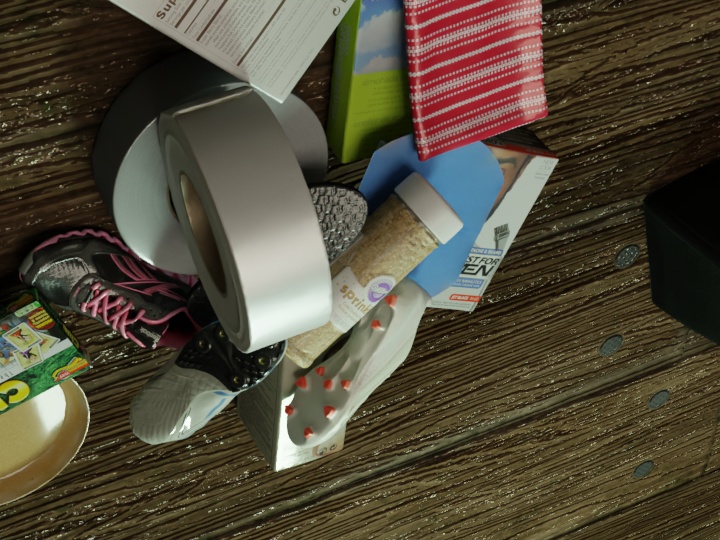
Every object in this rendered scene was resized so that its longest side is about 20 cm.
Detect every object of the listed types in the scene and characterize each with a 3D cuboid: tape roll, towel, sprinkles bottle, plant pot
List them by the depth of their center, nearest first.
[{"bbox_3d":[-0.093,-0.040,0.973,0.071,0.202,0.203,-19,135,-15],"label":"tape roll"},{"bbox_3d":[0.105,-0.205,1.092,0.145,0.022,0.200,-21,124,-22],"label":"towel"},{"bbox_3d":[-0.132,-0.094,1.096,0.200,0.066,0.200,-18,134,-19],"label":"tape roll"},{"bbox_3d":[0.000,0.000,1.132,0.200,0.068,0.068,-42,137,4],"label":"sprinkles bottle"},{"bbox_3d":[-0.363,0.154,1.196,0.200,0.027,0.200,-18,135,-19],"label":"plant pot"},{"bbox_3d":[0.475,-0.013,1.476,0.200,0.177,0.200,-27,136,-8],"label":"plant pot"}]

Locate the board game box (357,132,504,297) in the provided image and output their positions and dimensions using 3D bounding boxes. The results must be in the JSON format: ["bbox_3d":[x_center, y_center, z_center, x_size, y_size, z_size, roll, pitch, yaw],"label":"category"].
[{"bbox_3d":[0.046,-0.054,1.194,0.158,0.039,0.200,6,120,-34],"label":"board game box"}]

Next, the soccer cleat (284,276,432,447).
[{"bbox_3d":[0.001,0.094,1.203,0.078,0.069,0.200,19,110,-50],"label":"soccer cleat"}]

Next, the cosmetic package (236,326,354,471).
[{"bbox_3d":[-0.067,0.097,1.281,0.087,0.103,0.200,-15,135,-25],"label":"cosmetic package"}]

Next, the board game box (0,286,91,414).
[{"bbox_3d":[-0.352,0.097,1.106,0.200,0.023,0.105,-28,139,0],"label":"board game box"}]

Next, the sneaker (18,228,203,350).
[{"bbox_3d":[-0.214,0.029,1.132,0.200,0.095,0.079,19,118,-41],"label":"sneaker"}]

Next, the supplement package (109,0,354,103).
[{"bbox_3d":[-0.120,-0.237,0.931,0.200,0.121,0.120,27,105,-44],"label":"supplement package"}]

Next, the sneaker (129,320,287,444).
[{"bbox_3d":[-0.136,0.093,1.136,0.200,0.072,0.072,-36,179,32],"label":"sneaker"}]

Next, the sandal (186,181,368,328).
[{"bbox_3d":[-0.079,-0.020,1.117,0.200,0.045,0.075,-37,114,21],"label":"sandal"}]

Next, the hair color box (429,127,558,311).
[{"bbox_3d":[0.106,-0.055,1.285,0.111,0.064,0.200,6,123,-35],"label":"hair color box"}]

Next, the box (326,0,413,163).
[{"bbox_3d":[0.037,-0.199,1.124,0.122,0.048,0.200,-13,133,-24],"label":"box"}]
